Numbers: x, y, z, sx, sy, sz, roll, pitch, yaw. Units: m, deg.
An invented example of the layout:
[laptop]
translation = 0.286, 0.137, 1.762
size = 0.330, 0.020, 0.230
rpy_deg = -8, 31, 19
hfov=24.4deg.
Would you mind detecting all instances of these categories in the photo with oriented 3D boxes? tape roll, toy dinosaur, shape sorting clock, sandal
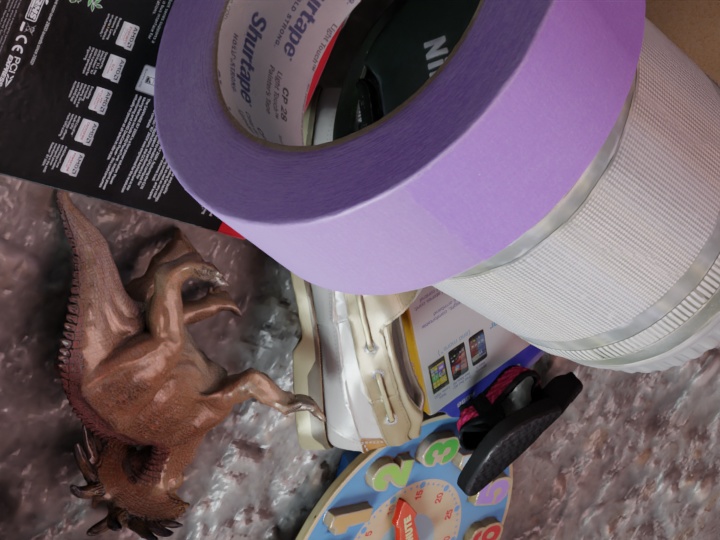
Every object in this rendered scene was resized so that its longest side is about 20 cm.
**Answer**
[tape roll]
translation = 0.012, -0.095, 0.672
size = 0.201, 0.200, 0.066
rpy_deg = -53, 137, 0
[toy dinosaur]
translation = -0.112, 0.059, 0.824
size = 0.135, 0.086, 0.201
rpy_deg = -38, 131, -7
[shape sorting clock]
translation = 0.026, 0.178, 1.052
size = 0.199, 0.039, 0.202
rpy_deg = -23, 130, -30
[sandal]
translation = 0.089, 0.087, 1.007
size = 0.075, 0.045, 0.200
rpy_deg = -44, 172, 15

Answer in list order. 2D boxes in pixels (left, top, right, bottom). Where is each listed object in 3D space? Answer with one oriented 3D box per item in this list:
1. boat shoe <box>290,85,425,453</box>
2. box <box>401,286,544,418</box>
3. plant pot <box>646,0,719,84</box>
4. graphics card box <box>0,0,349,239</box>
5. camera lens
[boat shoe]
translation = 0.000, 0.000, 0.862
size = 0.068, 0.075, 0.202
rpy_deg = 1, 117, 7
[box]
translation = 0.063, -0.008, 0.967
size = 0.119, 0.041, 0.201
rpy_deg = -33, 136, -22
[plant pot]
translation = 0.222, -0.171, 0.919
size = 0.199, 0.188, 0.188
rpy_deg = -31, 135, -2
[graphics card box]
translation = -0.108, -0.095, 0.745
size = 0.199, 0.051, 0.126
rpy_deg = 13, 106, -47
[camera lens]
translation = 0.096, -0.050, 0.801
size = 0.199, 0.160, 0.161
rpy_deg = 29, 95, -44
